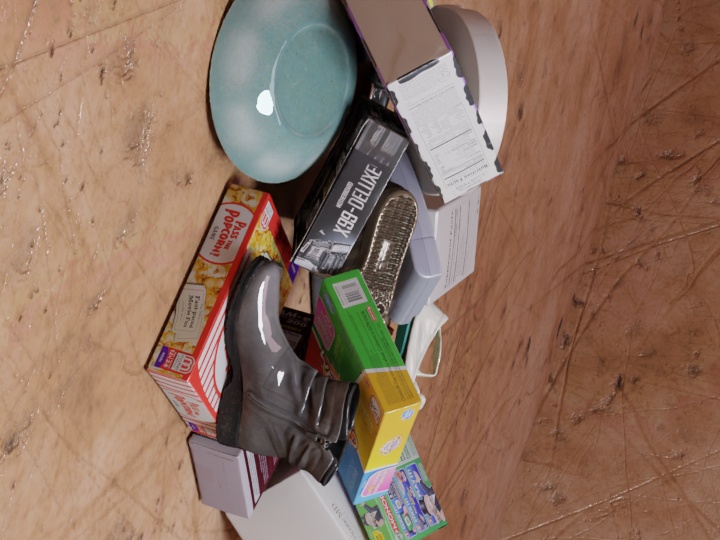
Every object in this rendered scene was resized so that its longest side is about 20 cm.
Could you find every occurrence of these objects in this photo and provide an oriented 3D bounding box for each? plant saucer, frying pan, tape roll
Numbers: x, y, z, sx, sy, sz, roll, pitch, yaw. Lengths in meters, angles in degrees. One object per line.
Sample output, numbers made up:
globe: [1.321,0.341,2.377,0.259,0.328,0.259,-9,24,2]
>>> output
plant saucer: [-0.057,-0.178,1.307,0.200,0.038,0.204,-21,119,-46]
frying pan: [0.025,-0.222,1.589,0.190,0.031,0.116,108,-4,-65]
tape roll: [0.094,-0.182,1.519,0.202,0.037,0.206,180,-90,-66]

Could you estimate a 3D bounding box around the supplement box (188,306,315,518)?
supplement box: [-0.106,0.145,1.487,0.110,0.060,0.201,86,25,-45]

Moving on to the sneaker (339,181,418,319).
sneaker: [0.000,0.000,1.508,0.202,0.070,0.075,-63,-152,6]

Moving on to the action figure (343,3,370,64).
action figure: [-0.036,-0.201,1.429,0.201,0.069,0.131,-56,161,-39]

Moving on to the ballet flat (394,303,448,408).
ballet flat: [0.059,0.130,1.716,0.070,0.069,0.202,59,49,-67]

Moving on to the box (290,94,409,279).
box: [-0.013,-0.088,1.428,0.159,0.049,0.200,-61,-172,12]

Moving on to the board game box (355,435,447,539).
board game box: [0.020,0.206,1.556,0.134,0.029,0.202,-8,73,-61]

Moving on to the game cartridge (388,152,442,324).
game cartridge: [0.036,-0.057,1.582,0.134,0.040,0.202,121,-43,-55]

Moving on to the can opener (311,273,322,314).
can opener: [-0.027,0.009,1.636,0.053,0.066,0.202,-56,160,-43]

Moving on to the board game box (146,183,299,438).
board game box: [-0.128,0.043,1.359,0.152,0.046,0.202,70,38,-62]

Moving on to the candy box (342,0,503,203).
candy box: [0.055,-0.191,1.354,0.169,0.071,0.200,67,6,35]

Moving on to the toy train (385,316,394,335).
toy train: [0.003,0.117,1.764,0.201,0.055,0.152,-59,167,-54]

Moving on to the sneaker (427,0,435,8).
sneaker: [0.053,-0.316,1.606,0.200,0.074,0.078,70,16,-76]

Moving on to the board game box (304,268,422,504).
board game box: [-0.004,0.118,1.388,0.040,0.154,0.201,-15,150,-19]

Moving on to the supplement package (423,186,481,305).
supplement package: [0.065,-0.042,1.768,0.200,0.120,0.122,-30,127,-66]

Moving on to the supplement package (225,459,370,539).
supplement package: [-0.039,0.255,1.592,0.122,0.119,0.200,56,28,-4]

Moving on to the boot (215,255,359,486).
boot: [-0.058,0.092,1.316,0.070,0.130,0.203,-39,140,-59]
